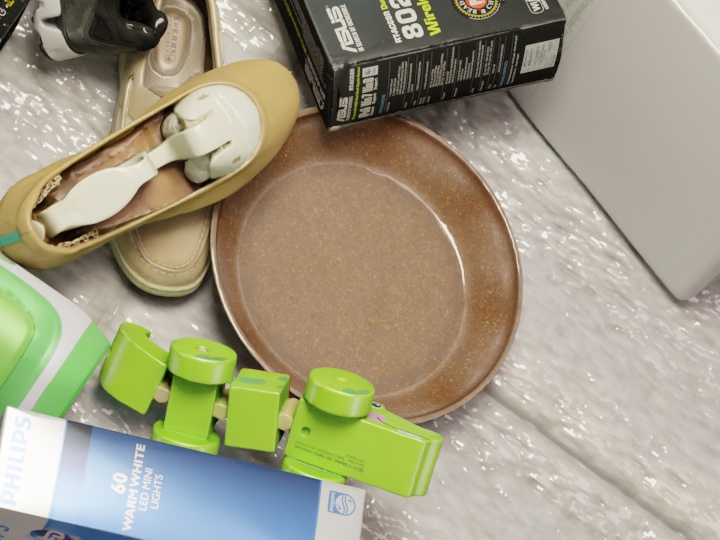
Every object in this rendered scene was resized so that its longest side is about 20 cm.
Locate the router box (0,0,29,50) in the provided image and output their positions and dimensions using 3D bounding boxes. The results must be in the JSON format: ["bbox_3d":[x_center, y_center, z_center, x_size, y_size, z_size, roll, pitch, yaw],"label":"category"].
[{"bbox_3d":[-0.310,-0.149,1.345,0.199,0.051,0.150,33,60,-7],"label":"router box"}]

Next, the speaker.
[{"bbox_3d":[-0.237,0.013,1.286,0.199,0.088,0.089,35,60,-4],"label":"speaker"}]

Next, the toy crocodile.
[{"bbox_3d":[-0.052,0.079,1.319,0.199,0.068,0.062,14,17,7],"label":"toy crocodile"}]

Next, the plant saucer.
[{"bbox_3d":[0.000,0.000,1.406,0.199,0.037,0.202,8,68,-20],"label":"plant saucer"}]

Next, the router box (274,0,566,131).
[{"bbox_3d":[0.020,-0.192,1.446,0.149,0.062,0.201,-14,58,-14],"label":"router box"}]

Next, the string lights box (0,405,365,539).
[{"bbox_3d":[-0.108,0.136,1.271,0.199,0.103,0.059,15,64,-15],"label":"string lights box"}]

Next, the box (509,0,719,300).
[{"bbox_3d":[0.230,-0.131,1.460,0.171,0.199,0.200,-35,81,-28],"label":"box"}]

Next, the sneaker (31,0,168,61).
[{"bbox_3d":[-0.144,-0.211,1.345,0.090,0.201,0.066,9,28,24],"label":"sneaker"}]

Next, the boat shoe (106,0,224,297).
[{"bbox_3d":[-0.111,-0.085,1.387,0.072,0.065,0.201,9,65,-17],"label":"boat shoe"}]

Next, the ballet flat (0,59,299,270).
[{"bbox_3d":[-0.110,-0.058,1.318,0.199,0.063,0.069,-33,98,-18],"label":"ballet flat"}]
